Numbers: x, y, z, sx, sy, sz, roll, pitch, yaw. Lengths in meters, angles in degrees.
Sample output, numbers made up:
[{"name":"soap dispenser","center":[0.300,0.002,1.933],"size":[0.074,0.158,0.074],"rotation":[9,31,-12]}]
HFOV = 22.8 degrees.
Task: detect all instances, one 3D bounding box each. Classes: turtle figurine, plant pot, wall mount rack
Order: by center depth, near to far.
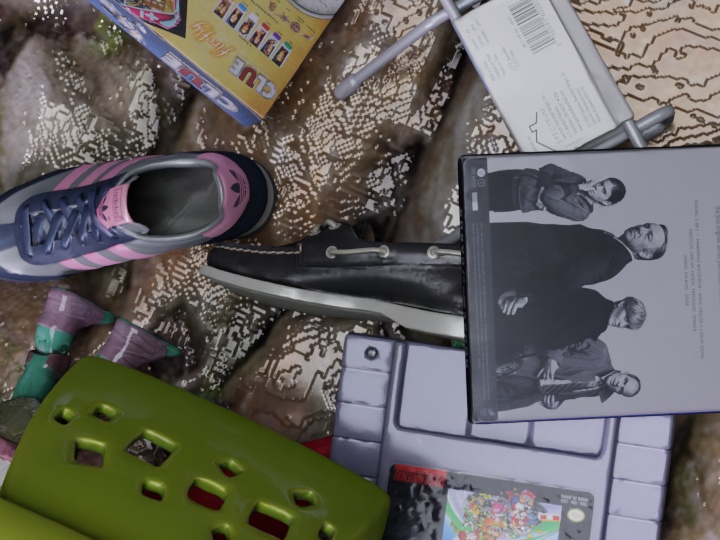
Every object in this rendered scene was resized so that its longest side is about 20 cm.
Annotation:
[{"name":"plant pot","center":[-0.123,0.191,0.938],"size":[0.199,0.181,0.200],"rotation":[24,113,11]},{"name":"wall mount rack","center":[0.083,-0.100,1.056],"size":[0.173,0.075,0.201],"rotation":[-28,83,5]},{"name":"turtle figurine","center":[-0.194,0.116,1.080],"size":[0.149,0.101,0.201],"rotation":[26,85,18]}]

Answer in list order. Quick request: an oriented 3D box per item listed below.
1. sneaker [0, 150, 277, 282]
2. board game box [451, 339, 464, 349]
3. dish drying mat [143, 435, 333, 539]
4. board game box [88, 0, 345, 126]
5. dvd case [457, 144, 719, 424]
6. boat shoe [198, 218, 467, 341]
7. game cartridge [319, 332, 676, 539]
[{"name":"sneaker","center":[-0.156,-0.038,1.089],"size":[0.199,0.082,0.070],"rotation":[-13,86,10]},{"name":"board game box","center":[0.107,0.109,1.068],"size":[0.104,0.023,0.201],"rotation":[-2,88,13]},{"name":"dish drying mat","center":[-0.056,0.151,1.097],"size":[0.199,0.018,0.077],"rotation":[-15,83,10]},{"name":"board game box","center":[-0.102,-0.199,1.045],"size":[0.200,0.035,0.136],"rotation":[39,74,-18]},{"name":"dvd case","center":[0.157,0.006,0.999],"size":[0.199,0.025,0.151],"rotation":[-2,92,-4]},{"name":"boat shoe","center":[0.000,0.000,1.058],"size":[0.199,0.074,0.061],"rotation":[10,86,24]},{"name":"game cartridge","center":[0.080,0.113,1.045],"size":[0.199,0.038,0.130],"rotation":[7,85,12]}]
